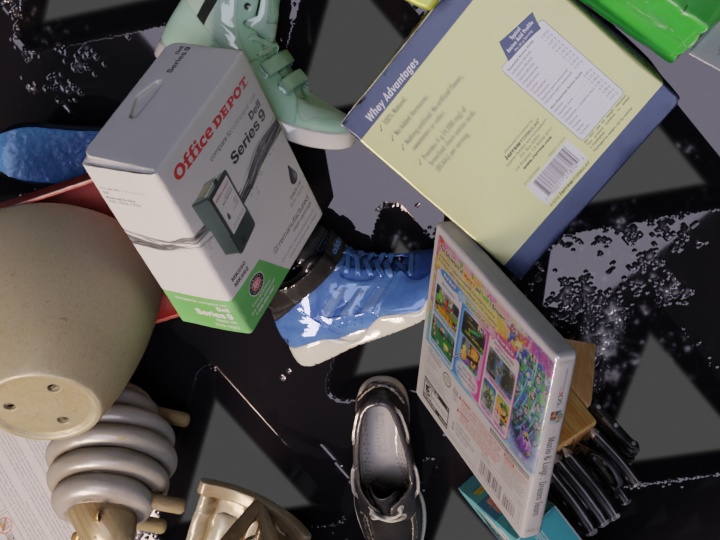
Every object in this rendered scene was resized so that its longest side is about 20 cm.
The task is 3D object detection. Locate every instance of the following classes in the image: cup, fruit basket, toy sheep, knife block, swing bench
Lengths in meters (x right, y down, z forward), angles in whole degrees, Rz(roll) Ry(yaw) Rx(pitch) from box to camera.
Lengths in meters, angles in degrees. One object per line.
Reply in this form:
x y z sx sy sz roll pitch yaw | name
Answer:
-0.273 0.061 1.104 0.196 0.145 0.202 -4 141 -3 | cup
0.255 -0.273 1.011 0.184 0.201 0.094 32 150 -4 | fruit basket
-0.233 0.175 1.193 0.135 0.203 0.139 -3 144 -2 | toy sheep
0.153 0.147 1.125 0.196 0.178 0.064 11 150 4 | knife block
-0.130 0.346 1.209 0.128 0.200 0.202 16 108 -7 | swing bench

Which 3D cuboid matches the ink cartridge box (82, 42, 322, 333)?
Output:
-0.127 -0.068 1.063 0.083 0.147 0.201 10 145 31 | ink cartridge box

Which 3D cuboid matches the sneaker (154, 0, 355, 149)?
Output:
-0.075 -0.194 1.105 0.198 0.074 0.119 29 111 0 | sneaker

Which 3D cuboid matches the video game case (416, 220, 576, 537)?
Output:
0.106 0.087 1.042 0.023 0.200 0.185 -9 125 -22 | video game case

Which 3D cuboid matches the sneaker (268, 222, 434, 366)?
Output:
0.000 0.001 1.150 0.198 0.077 0.112 -24 111 20 | sneaker

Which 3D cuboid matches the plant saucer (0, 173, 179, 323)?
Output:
-0.241 -0.018 1.154 0.197 0.037 0.201 -17 140 13 | plant saucer

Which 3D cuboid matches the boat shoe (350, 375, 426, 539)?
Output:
0.026 0.206 1.214 0.072 0.060 0.204 1 106 6 | boat shoe

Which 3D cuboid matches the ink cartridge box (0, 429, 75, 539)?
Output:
-0.349 0.209 1.227 0.175 0.045 0.202 -31 102 -21 | ink cartridge box

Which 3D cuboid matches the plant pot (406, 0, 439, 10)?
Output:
0.028 -0.345 0.994 0.198 0.182 0.201 30 107 -1 | plant pot

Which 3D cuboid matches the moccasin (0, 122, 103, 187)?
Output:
-0.237 -0.106 1.153 0.197 0.068 0.082 14 95 -20 | moccasin

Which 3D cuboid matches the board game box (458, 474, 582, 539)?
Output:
0.174 0.261 1.137 0.047 0.200 0.152 -39 98 -6 | board game box

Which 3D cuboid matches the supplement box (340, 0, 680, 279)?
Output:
0.124 -0.145 1.062 0.199 0.134 0.201 40 106 -5 | supplement box
